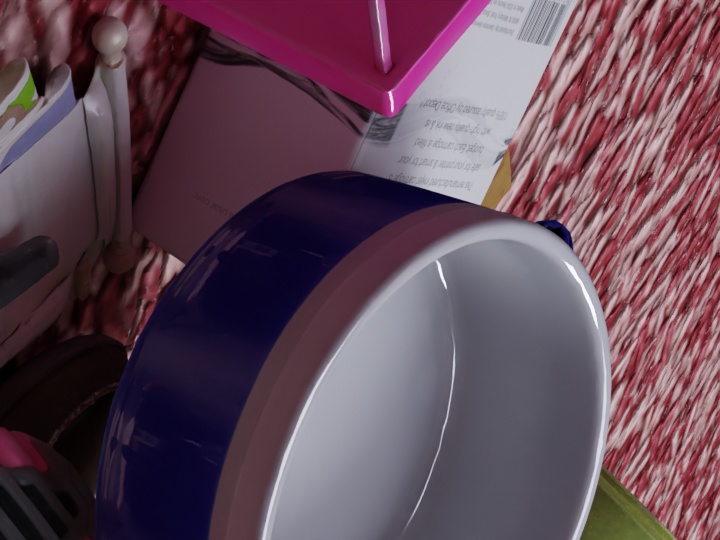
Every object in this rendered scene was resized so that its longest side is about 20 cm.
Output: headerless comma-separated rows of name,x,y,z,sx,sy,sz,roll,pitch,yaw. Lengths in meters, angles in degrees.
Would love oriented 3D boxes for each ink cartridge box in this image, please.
ink cartridge box,0.008,-0.084,1.021,0.200,0.084,0.146,-64,158,10

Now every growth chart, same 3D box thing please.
growth chart,-0.136,-0.003,0.885,0.200,0.018,0.145,-43,152,-39

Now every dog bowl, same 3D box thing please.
dog bowl,0.001,0.068,0.937,0.200,0.079,0.201,-26,125,-44

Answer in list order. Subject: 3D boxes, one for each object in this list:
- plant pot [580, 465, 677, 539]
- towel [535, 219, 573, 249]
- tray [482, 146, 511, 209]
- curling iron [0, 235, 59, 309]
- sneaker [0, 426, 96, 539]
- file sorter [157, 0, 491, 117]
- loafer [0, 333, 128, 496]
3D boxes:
plant pot,0.071,0.198,1.420,0.190,0.200,0.200,-44,156,-8
towel,0.018,0.061,1.187,0.148,0.050,0.200,-44,169,-26
tray,0.000,0.000,1.176,0.200,0.037,0.099,-51,157,-23
curling iron,-0.155,0.025,0.819,0.200,0.026,0.050,-27,144,-54
sneaker,-0.171,0.117,0.878,0.200,0.079,0.095,-26,171,-47
file sorter,0.005,-0.181,0.822,0.200,0.139,0.126,-51,155,-26
loafer,-0.130,0.119,0.973,0.200,0.071,0.073,-60,159,-5
